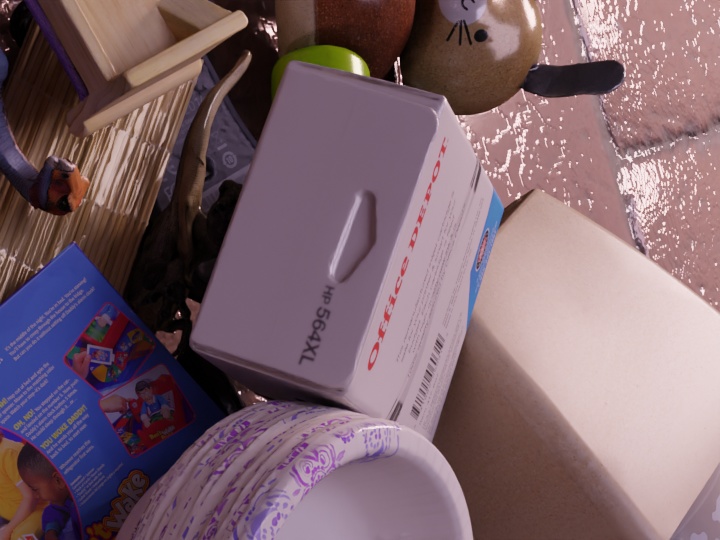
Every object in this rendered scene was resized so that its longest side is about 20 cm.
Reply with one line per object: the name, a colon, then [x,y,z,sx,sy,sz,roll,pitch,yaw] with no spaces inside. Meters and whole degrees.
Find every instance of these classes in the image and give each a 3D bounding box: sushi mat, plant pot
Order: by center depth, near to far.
sushi mat: [-0.149,-0.041,1.082,0.095,0.012,0.201,28,66,-26]
plant pot: [0.088,0.075,1.248,0.177,0.199,0.200,51,42,-4]

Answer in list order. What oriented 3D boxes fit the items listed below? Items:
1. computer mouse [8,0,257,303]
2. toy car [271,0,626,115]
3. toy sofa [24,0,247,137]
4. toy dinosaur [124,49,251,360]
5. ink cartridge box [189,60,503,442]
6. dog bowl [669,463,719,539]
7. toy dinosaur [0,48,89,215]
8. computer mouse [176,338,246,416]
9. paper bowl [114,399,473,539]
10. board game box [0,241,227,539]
computer mouse: [-0.101,-0.068,1.159,0.138,0.053,0.201,-28,94,-34]
toy car: [0.049,-0.143,1.224,0.158,0.198,0.166,88,0,-66]
toy sofa: [-0.152,-0.169,1.040,0.083,0.097,0.201,-34,96,-39]
toy dinosaur: [-0.086,-0.014,1.074,0.047,0.088,0.202,18,93,-19]
ink cartridge box: [0.000,0.000,1.058,0.200,0.084,0.147,48,59,-71]
dog bowl: [0.143,0.181,1.252,0.059,0.200,0.200,51,42,-4]
toy dinosaur: [-0.189,-0.114,1.023,0.182,0.104,0.201,45,46,-33]
computer mouse: [-0.052,0.137,1.121,0.201,0.046,0.141,63,0,-28]
paper bowl: [-0.042,0.159,0.974,0.200,0.104,0.203,-15,109,-51]
board game box: [-0.159,0.099,0.986,0.135,0.045,0.200,49,52,-4]
